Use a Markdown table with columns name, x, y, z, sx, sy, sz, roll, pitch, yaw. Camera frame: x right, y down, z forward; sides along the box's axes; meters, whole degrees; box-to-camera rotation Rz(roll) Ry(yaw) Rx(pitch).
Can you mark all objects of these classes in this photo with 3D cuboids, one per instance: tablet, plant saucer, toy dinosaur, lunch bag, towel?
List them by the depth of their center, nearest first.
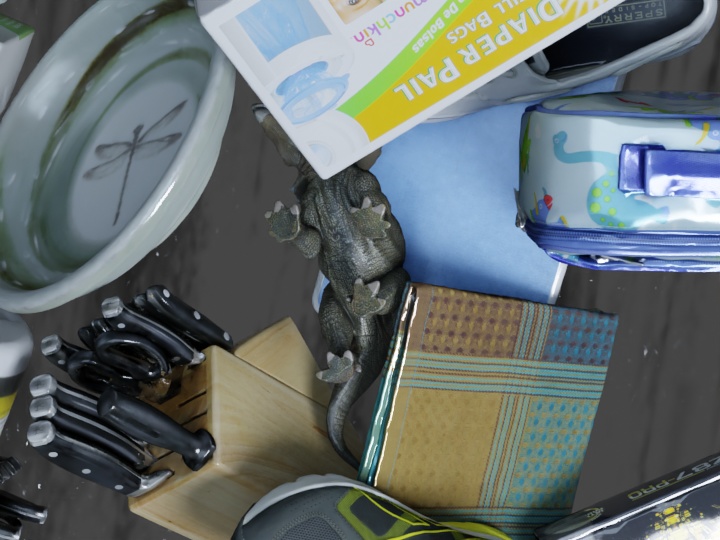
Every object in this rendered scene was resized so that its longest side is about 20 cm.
| name | x | y | z | sx | sy | sz | roll | pitch | yaw |
| --- | --- | --- | --- | --- | --- | --- | --- | --- | --- |
| lunch bag | 0.174 | -0.045 | 0.797 | 0.198 | 0.161 | 0.083 | 0 | 96 | 0 |
| toy dinosaur | 0.000 | 0.000 | 0.854 | 0.076 | 0.102 | 0.202 | -16 | 96 | 18 |
| plant saucer | -0.124 | -0.061 | 0.855 | 0.050 | 0.200 | 0.200 | 35 | 102 | -36 |
| towel | 0.058 | 0.111 | 0.867 | 0.146 | 0.022 | 0.202 | 9 | 97 | -35 |
| tablet | 0.059 | -0.053 | 0.893 | 0.129 | 0.014 | 0.202 | 17 | 97 | 6 |

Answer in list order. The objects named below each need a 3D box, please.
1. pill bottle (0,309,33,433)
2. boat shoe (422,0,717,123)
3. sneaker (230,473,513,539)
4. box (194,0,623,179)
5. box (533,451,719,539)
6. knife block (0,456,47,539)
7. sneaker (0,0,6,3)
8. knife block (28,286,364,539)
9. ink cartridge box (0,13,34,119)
| name | x | y | z | sx | sy | sz | roll | pitch | yaw |
| --- | --- | --- | --- | --- | --- | --- | --- | --- | --- |
| pill bottle | -0.250 | 0.104 | 0.835 | 0.113 | 0.114 | 0.201 | 24 | 100 | 5 |
| boat shoe | 0.082 | -0.123 | 0.842 | 0.198 | 0.065 | 0.074 | -16 | 94 | 10 |
| sneaker | 0.027 | 0.148 | 0.792 | 0.199 | 0.084 | 0.075 | 13 | 94 | -36 |
| box | 0.031 | -0.154 | 0.776 | 0.199 | 0.102 | 0.113 | -30 | 127 | 13 |
| box | 0.200 | 0.202 | 0.872 | 0.160 | 0.049 | 0.202 | -21 | 93 | 1 |
| knife block | -0.284 | 0.148 | 0.936 | 0.199 | 0.064 | 0.177 | -24 | 92 | 9 |
| sneaker | -0.147 | -0.230 | 0.870 | 0.117 | 0.074 | 0.202 | 14 | 96 | 10 |
| knife block | -0.074 | 0.101 | 0.835 | 0.064 | 0.175 | 0.201 | -28 | 93 | 30 |
| ink cartridge box | -0.281 | -0.131 | 0.861 | 0.198 | 0.117 | 0.068 | 23 | 100 | -7 |
